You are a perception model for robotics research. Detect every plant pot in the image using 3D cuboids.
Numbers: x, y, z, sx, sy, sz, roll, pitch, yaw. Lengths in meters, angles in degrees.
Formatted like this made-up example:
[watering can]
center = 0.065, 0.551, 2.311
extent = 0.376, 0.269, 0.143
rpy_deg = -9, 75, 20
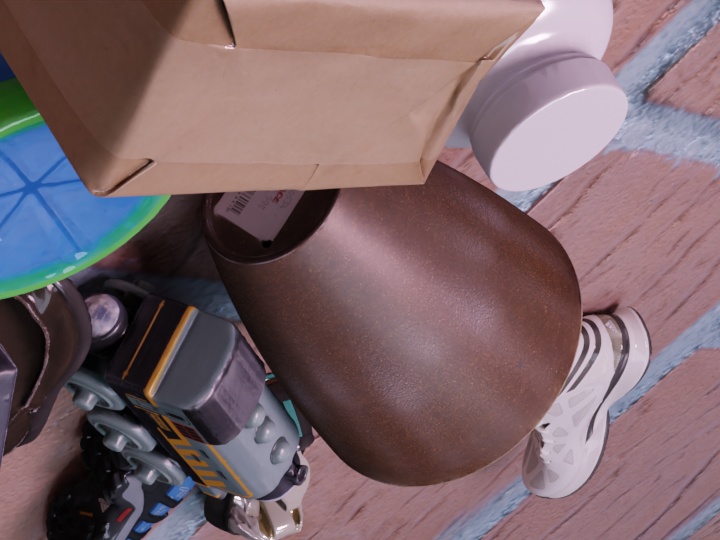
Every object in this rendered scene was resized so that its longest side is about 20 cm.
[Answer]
[plant pot]
center = 0.000, 0.000, 1.200
extent = 0.187, 0.187, 0.200
rpy_deg = -36, 139, 11

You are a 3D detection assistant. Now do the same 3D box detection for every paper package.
[paper package]
center = -0.060, -0.136, 0.836
extent = 0.190, 0.200, 0.104
rpy_deg = -5, 140, -43

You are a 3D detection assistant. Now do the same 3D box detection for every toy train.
[toy train]
center = -0.100, 0.078, 1.242
extent = 0.085, 0.114, 0.200
rpy_deg = -61, 152, -20

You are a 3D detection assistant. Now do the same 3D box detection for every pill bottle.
[pill bottle]
center = 0.041, -0.133, 0.949
extent = 0.110, 0.200, 0.111
rpy_deg = -24, 153, -13

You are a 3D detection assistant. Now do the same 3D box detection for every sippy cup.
[sippy cup]
center = -0.161, -0.078, 0.899
extent = 0.140, 0.131, 0.178
rpy_deg = -39, 153, 22

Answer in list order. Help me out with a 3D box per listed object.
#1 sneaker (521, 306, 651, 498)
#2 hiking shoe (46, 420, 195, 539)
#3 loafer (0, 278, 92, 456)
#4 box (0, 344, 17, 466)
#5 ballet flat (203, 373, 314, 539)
[sneaker]
center = 0.138, 0.107, 1.642
extent = 0.115, 0.076, 0.201
rpy_deg = -4, 137, -27
[hiking shoe]
center = -0.149, 0.154, 1.401
extent = 0.086, 0.075, 0.200
rpy_deg = -11, 148, -32
[loafer]
center = -0.201, 0.055, 1.155
extent = 0.071, 0.073, 0.200
rpy_deg = -41, 164, -35
[box]
center = -0.297, 0.115, 1.069
extent = 0.199, 0.117, 0.197
rpy_deg = -10, 127, -36
[ballet flat]
center = -0.070, 0.151, 1.485
extent = 0.068, 0.069, 0.200
rpy_deg = -21, 153, -21
